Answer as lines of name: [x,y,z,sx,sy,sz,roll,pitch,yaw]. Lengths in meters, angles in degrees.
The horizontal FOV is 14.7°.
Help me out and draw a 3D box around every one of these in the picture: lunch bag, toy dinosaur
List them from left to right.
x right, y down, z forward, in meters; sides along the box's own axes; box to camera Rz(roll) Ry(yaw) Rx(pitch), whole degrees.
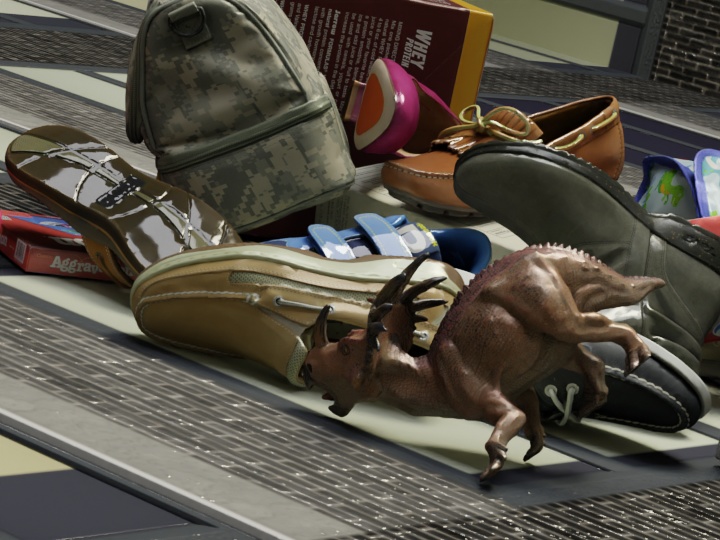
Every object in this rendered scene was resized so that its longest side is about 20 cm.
lunch bag: [-0.093,-0.123,1.918,0.139,0.168,0.200,-19,11,2]
toy dinosaur: [0.075,0.031,1.542,0.136,0.200,0.086,53,-10,9]
lunch bag: [0.289,-0.009,2.007,0.169,0.128,0.200,17,4,-11]

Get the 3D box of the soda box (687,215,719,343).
soda box: [0.216,0.008,1.833,0.199,0.070,0.063,-8,-23,-12]

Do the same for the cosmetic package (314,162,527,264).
cosmetic package: [0.070,-0.015,1.952,0.105,0.071,0.200,-12,25,-42]

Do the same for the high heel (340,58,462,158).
high heel: [0.044,-0.107,1.955,0.096,0.068,0.200,16,7,-8]

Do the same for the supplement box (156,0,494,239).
supplement box: [-0.029,-0.126,2.110,0.199,0.198,0.133,8,11,-19]

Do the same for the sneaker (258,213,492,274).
sneaker: [0.000,0.000,1.746,0.199,0.082,0.074,0,51,-43]

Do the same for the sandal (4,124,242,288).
sandal: [-0.148,-0.021,1.770,0.200,0.055,0.082,32,42,21]

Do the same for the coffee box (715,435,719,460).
coffee box: [0.320,0.106,1.619,0.114,0.080,0.200,2,15,-41]

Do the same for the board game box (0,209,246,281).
board game box: [-0.146,-0.010,1.852,0.199,0.020,0.103,7,13,-29]

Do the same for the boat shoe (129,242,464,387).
boat shoe: [-0.039,0.032,1.627,0.199,0.072,0.076,-1,50,8]

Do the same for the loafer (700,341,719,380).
loafer: [0.258,0.041,1.922,0.199,0.070,0.075,17,11,22]

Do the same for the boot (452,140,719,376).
boot: [0.135,0.007,1.740,0.199,0.131,0.068,25,-33,0]

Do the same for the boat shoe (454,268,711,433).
boat shoe: [0.110,0.062,1.667,0.199,0.076,0.060,18,54,27]

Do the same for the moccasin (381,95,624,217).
moccasin: [0.101,-0.084,1.923,0.201,0.078,0.074,-10,24,-29]
